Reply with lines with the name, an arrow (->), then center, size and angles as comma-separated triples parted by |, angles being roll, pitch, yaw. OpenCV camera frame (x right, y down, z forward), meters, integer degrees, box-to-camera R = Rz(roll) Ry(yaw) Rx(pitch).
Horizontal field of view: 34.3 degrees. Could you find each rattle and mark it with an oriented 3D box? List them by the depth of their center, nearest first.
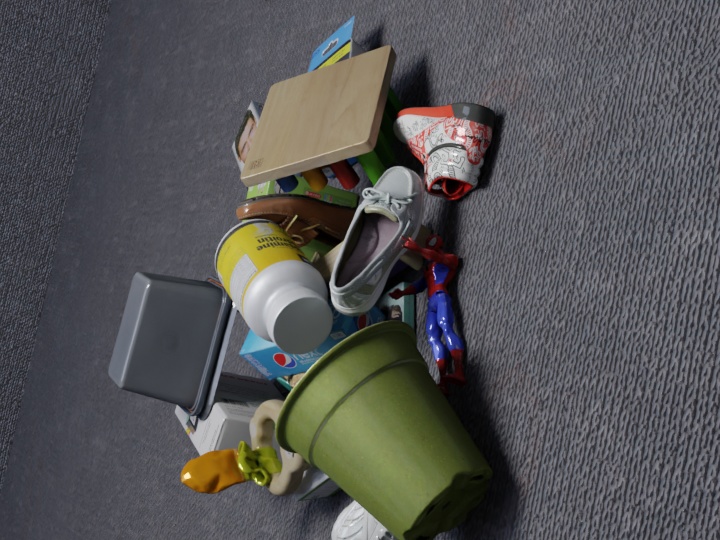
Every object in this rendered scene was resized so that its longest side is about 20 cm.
rattle -> -0.128, 0.223, 1.490 | 0.200, 0.142, 0.132 | -22, 58, 62

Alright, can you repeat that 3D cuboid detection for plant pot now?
plant pot -> 0.040, 0.193, 1.272 | 0.190, 0.199, 0.201 | 47, 123, 28

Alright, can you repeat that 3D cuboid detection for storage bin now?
storage bin -> -0.275, 0.093, 1.668 | 0.145, 0.133, 0.202 | 22, 96, 63

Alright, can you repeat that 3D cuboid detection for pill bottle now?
pill bottle -> -0.107, 0.022, 1.485 | 0.200, 0.111, 0.113 | 48, 120, 53

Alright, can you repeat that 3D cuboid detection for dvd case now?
dvd case -> 0.012, 0.116, 1.547 | 0.200, 0.022, 0.147 | -36, 47, 54

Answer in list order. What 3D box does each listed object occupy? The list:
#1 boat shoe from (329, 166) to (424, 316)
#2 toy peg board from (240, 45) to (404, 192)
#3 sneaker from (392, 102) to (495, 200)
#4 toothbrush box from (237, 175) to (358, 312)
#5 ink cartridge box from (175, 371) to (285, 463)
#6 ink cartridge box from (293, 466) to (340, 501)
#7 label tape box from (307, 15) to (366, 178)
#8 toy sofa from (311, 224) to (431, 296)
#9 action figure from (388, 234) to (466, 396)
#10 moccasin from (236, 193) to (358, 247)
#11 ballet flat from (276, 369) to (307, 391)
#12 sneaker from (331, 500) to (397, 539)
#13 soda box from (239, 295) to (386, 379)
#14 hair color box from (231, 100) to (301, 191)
boat shoe -> 0.019, -0.044, 1.397 | 0.203, 0.074, 0.065 | -61, -22, -20
toy peg board -> -0.037, -0.182, 1.587 | 0.198, 0.098, 0.201 | -14, 42, 27
sneaker -> 0.090, -0.146, 1.470 | 0.201, 0.067, 0.109 | 3, 77, 60
toothbrush box -> -0.098, -0.028, 1.691 | 0.086, 0.144, 0.202 | -10, 70, 61
ink cartridge box -> -0.175, 0.225, 1.720 | 0.200, 0.144, 0.085 | 38, 110, 61
ink cartridge box -> -0.031, 0.217, 1.513 | 0.200, 0.059, 0.105 | -45, 54, 49
label tape box -> -0.028, -0.259, 1.757 | 0.143, 0.066, 0.202 | -27, 52, 55
toy sofa -> 0.000, 0.000, 1.532 | 0.200, 0.082, 0.098 | -36, 27, 51
action figure -> 0.073, 0.040, 1.388 | 0.065, 0.098, 0.202 | -39, 42, 49
moccasin -> -0.082, -0.061, 1.615 | 0.073, 0.200, 0.079 | -3, 80, 47
ballet flat -> -0.072, 0.150, 1.641 | 0.066, 0.070, 0.200 | -56, 14, -6
sneaker -> 0.028, 0.297, 1.374 | 0.099, 0.077, 0.202 | 27, 103, 59
soda box -> -0.066, 0.086, 1.541 | 0.199, 0.064, 0.068 | -15, 41, 41
hair color box -> -0.159, -0.195, 1.983 | 0.100, 0.060, 0.201 | -62, 29, 25
